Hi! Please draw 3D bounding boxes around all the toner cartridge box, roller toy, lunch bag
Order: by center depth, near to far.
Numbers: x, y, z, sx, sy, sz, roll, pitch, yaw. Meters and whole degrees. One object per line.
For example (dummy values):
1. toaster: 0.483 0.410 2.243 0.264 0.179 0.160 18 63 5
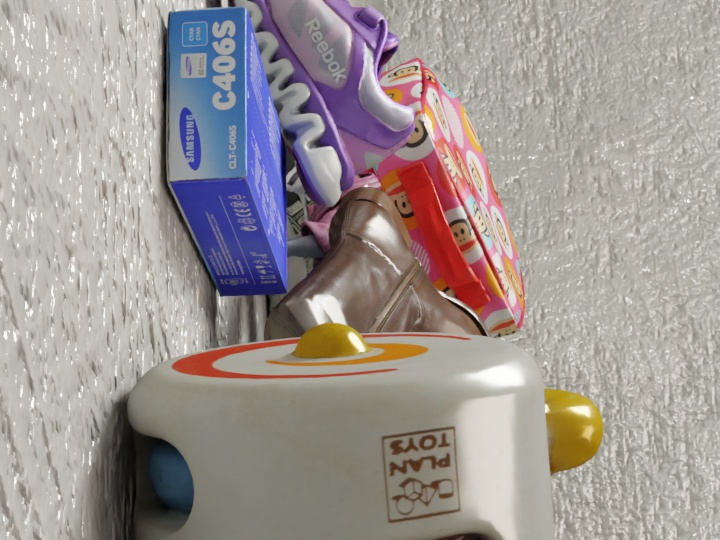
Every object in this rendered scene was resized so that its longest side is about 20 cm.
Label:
1. roller toy: -0.006 0.093 0.857 0.182 0.198 0.141 -15 103 -66
2. toner cartridge box: -0.070 -0.059 1.089 0.200 0.043 0.096 78 9 -72
3. lunch bag: 0.058 -0.042 1.451 0.176 0.081 0.201 -88 154 -67

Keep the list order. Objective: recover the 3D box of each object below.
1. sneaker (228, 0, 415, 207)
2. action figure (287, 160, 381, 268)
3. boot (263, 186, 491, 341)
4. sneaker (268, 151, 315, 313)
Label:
1. sneaker: -0.026 -0.143 1.209 0.081 0.088 0.202 75 -8 -79
2. action figure: 0.000 0.000 1.330 0.134 0.147 0.202 -80 161 -74
3. boot: 0.018 0.062 1.204 0.187 0.064 0.200 54 23 -15
4. sneaker: -0.026 -0.041 1.443 0.076 0.087 0.202 -78 164 -69
